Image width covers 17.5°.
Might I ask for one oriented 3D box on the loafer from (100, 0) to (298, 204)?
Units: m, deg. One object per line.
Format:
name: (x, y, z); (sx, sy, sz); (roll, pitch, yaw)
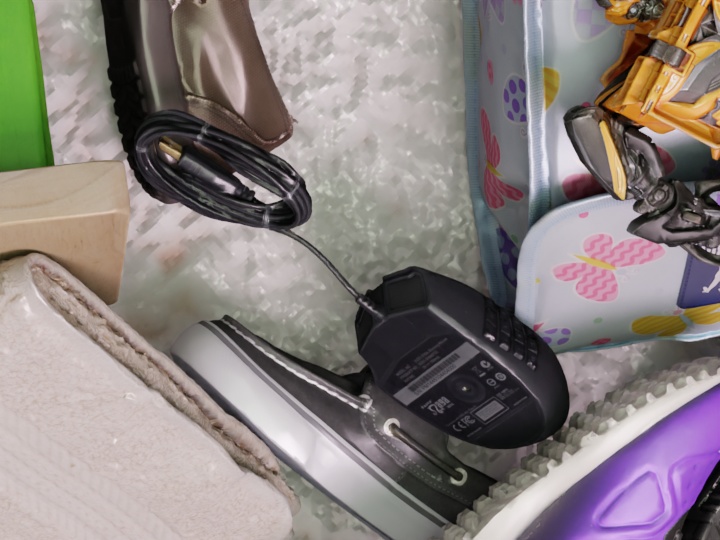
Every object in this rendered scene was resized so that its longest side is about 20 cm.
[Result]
loafer: (-0.067, -0.129, 0.894); (0.071, 0.073, 0.200); (-12, 106, -19)

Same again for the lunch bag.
lunch bag: (0.131, -0.066, 0.907); (0.169, 0.127, 0.200); (-5, 110, -9)

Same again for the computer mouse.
computer mouse: (0.000, 0.000, 0.883); (0.200, 0.059, 0.034); (39, 47, -15)

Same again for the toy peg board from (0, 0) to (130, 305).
toy peg board: (-0.188, -0.037, 0.826); (0.199, 0.200, 0.098); (-7, 81, -8)

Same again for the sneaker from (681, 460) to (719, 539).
sneaker: (0.170, 0.100, 0.945); (0.104, 0.060, 0.200); (31, 102, -39)

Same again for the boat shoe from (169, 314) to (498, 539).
boat shoe: (0.016, 0.070, 0.935); (0.200, 0.070, 0.066); (38, 83, -14)

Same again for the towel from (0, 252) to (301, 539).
towel: (-0.118, 0.074, 0.858); (0.132, 0.035, 0.200); (-26, 139, 16)

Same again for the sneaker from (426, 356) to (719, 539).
sneaker: (0.087, 0.119, 0.890); (0.200, 0.070, 0.100); (-39, 92, -4)

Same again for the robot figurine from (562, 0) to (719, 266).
robot figurine: (0.173, -0.055, 0.823); (0.200, 0.058, 0.145); (26, 92, -13)
